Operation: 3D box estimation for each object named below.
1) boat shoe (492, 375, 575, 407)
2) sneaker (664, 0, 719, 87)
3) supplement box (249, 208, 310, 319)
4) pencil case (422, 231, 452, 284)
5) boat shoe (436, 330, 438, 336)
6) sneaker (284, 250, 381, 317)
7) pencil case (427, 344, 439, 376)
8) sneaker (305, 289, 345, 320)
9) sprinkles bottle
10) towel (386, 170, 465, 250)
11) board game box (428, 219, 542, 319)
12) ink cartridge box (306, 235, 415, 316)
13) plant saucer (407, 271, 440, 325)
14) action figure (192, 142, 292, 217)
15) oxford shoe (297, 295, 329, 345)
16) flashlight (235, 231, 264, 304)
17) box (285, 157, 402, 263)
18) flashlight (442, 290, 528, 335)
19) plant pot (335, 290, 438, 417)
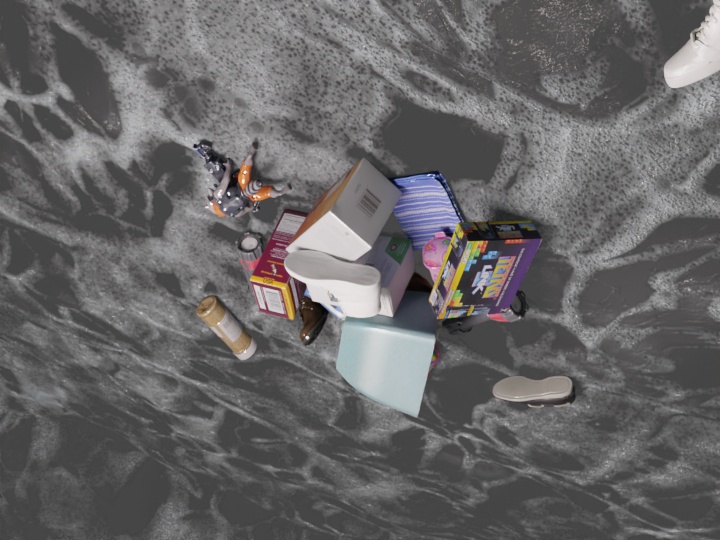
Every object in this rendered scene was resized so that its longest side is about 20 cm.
[{"bbox_3d":[0.417,0.295,1.827,0.195,0.075,0.061,-10,130,25],"label":"boat shoe"},{"bbox_3d":[0.465,-0.335,0.988,0.115,0.075,0.198,40,131,-21],"label":"sneaker"},{"bbox_3d":[-0.152,-0.016,1.617,0.083,0.203,0.112,12,144,14],"label":"supplement box"},{"bbox_3d":[0.187,0.009,1.551,0.085,0.089,0.201,1,147,26],"label":"pencil case"},{"bbox_3d":[0.101,0.120,1.776,0.199,0.063,0.074,41,139,-24],"label":"boat shoe"},{"bbox_3d":[-0.051,0.034,1.454,0.195,0.074,0.117,15,142,19],"label":"sneaker"},{"bbox_3d":[0.137,0.243,1.901,0.086,0.090,0.201,21,146,1],"label":"pencil case"},{"bbox_3d":[-0.085,0.027,1.751,0.197,0.074,0.083,31,122,1],"label":"sneaker"},{"bbox_3d":[-0.361,0.157,2.065,0.067,0.069,0.201,-7,134,34],"label":"sprinkles bottle"},{"bbox_3d":[0.128,-0.112,1.500,0.142,0.024,0.202,-3,137,32],"label":"towel"},{"bbox_3d":[0.235,0.000,1.456,0.161,0.057,0.203,-3,134,-20],"label":"board game box"},{"bbox_3d":[0.000,0.000,1.590,0.195,0.147,0.089,10,139,23],"label":"ink cartridge box"},{"bbox_3d":[0.083,0.081,1.700,0.194,0.035,0.205,2,116,4],"label":"plant saucer"},{"bbox_3d":[-0.262,-0.180,1.558,0.191,0.106,0.199,-29,124,36],"label":"action figure"},{"bbox_3d":[-0.118,0.103,1.762,0.083,0.201,0.073,30,117,-6],"label":"oxford shoe"},{"bbox_3d":[-0.248,-0.006,1.806,0.066,0.069,0.202,-16,146,-6],"label":"flashlight"},{"bbox_3d":[-0.034,-0.095,1.478,0.106,0.154,0.199,39,145,-13],"label":"box"},{"bbox_3d":[0.270,0.094,1.644,0.068,0.068,0.199,47,143,-12],"label":"flashlight"},{"bbox_3d":[0.054,0.157,1.621,0.194,0.197,0.201,12,116,4],"label":"plant pot"}]
